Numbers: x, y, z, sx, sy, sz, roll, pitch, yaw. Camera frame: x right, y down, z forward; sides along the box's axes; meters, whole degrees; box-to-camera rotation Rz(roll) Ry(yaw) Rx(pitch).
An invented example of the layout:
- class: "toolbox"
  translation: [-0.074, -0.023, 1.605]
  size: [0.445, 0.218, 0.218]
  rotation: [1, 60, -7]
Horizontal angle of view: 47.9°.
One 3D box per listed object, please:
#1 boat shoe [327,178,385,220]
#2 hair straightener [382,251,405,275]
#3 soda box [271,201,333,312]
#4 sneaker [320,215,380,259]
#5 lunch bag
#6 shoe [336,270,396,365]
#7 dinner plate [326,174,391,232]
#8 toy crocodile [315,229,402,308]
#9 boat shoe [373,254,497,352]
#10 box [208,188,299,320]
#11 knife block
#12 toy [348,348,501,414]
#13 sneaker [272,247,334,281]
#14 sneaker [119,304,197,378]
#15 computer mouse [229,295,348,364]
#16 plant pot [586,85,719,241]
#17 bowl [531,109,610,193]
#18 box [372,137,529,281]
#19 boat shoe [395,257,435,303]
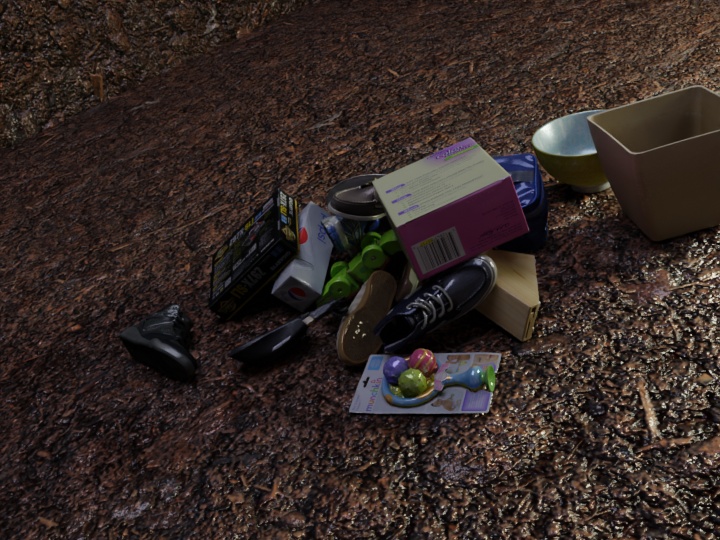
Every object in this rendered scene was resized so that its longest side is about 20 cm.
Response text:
- class: "boat shoe"
  translation: [0.038, -0.125, 1.346]
  size: [0.199, 0.060, 0.072]
  rotation: [-6, 40, -30]
- class: "hair straightener"
  translation: [0.070, -0.035, 1.454]
  size: [0.077, 0.041, 0.200]
  rotation: [27, 55, 34]
- class: "soda box"
  translation: [-0.095, -0.027, 1.434]
  size: [0.063, 0.068, 0.201]
  rotation: [-41, 25, 38]
- class: "sneaker"
  translation: [0.003, -0.068, 1.434]
  size: [0.085, 0.077, 0.200]
  rotation: [-30, -9, 10]
- class: "lunch bag"
  translation: [0.217, -0.118, 1.392]
  size: [0.199, 0.133, 0.136]
  rotation: [-7, 48, 18]
- class: "shoe"
  translation: [0.008, 0.082, 1.276]
  size: [0.053, 0.070, 0.200]
  rotation: [-50, 8, 43]
- class: "dinner plate"
  translation: [0.036, -0.113, 1.476]
  size: [0.199, 0.200, 0.024]
  rotation: [-5, 62, 20]
- class: "toy crocodile"
  translation: [0.000, 0.000, 1.363]
  size: [0.200, 0.062, 0.068]
  rotation: [-42, 21, 18]
- class: "boat shoe"
  translation: [0.107, 0.053, 1.170]
  size: [0.200, 0.075, 0.093]
  rotation: [-40, -5, 26]
- class: "box"
  translation: [-0.191, -0.029, 1.446]
  size: [0.200, 0.049, 0.160]
  rotation: [-42, 30, 23]
- class: "knife block"
  translation: [0.177, 0.015, 1.234]
  size: [0.175, 0.064, 0.200]
  rotation: [7, 33, 4]
- class: "toy"
  translation: [0.086, 0.143, 1.122]
  size: [0.199, 0.047, 0.115]
  rotation: [-1, 37, 21]
- class: "sneaker"
  translation: [-0.108, -0.056, 1.540]
  size: [0.077, 0.080, 0.200]
  rotation: [5, 35, 35]
- class: "sneaker"
  translation: [-0.313, 0.112, 1.357]
  size: [0.114, 0.076, 0.199]
  rotation: [-41, 31, -26]
- class: "computer mouse"
  translation: [-0.103, 0.100, 1.261]
  size: [0.199, 0.046, 0.140]
  rotation: [-27, 1, -18]
- class: "plant pot"
  translation: [0.503, -0.166, 1.311]
  size: [0.199, 0.178, 0.200]
  rotation: [-16, 28, 1]
- class: "bowl"
  translation: [0.423, -0.209, 1.500]
  size: [0.199, 0.108, 0.200]
  rotation: [-13, 29, 7]
- class: "box"
  translation: [0.129, -0.097, 1.222]
  size: [0.175, 0.097, 0.200]
  rotation: [-25, 27, 1]
- class: "boat shoe"
  translation: [0.111, -0.003, 1.352]
  size: [0.075, 0.075, 0.203]
  rotation: [21, 43, -2]
